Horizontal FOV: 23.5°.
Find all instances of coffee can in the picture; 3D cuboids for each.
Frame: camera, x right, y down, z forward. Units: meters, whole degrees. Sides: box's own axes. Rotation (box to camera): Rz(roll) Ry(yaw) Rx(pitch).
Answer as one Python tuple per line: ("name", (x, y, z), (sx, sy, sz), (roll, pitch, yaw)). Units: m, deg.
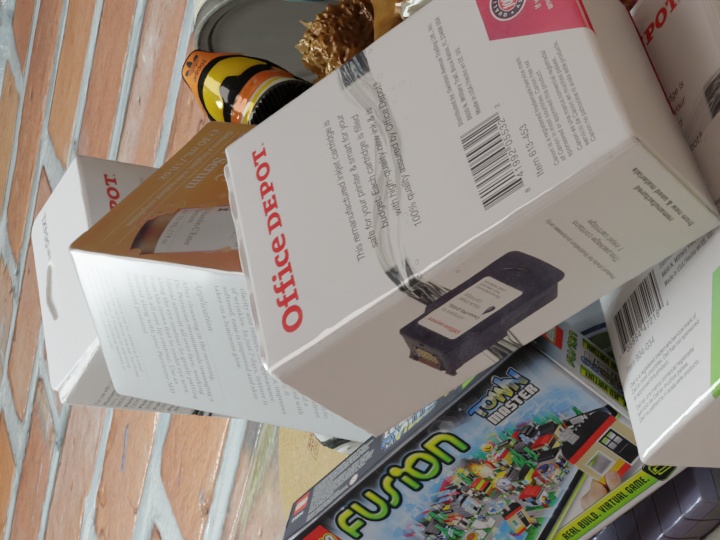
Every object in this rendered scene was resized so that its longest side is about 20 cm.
("coffee can", (-0.068, -0.270, 1.396), (0.146, 0.145, 0.202), (130, 139, -55))

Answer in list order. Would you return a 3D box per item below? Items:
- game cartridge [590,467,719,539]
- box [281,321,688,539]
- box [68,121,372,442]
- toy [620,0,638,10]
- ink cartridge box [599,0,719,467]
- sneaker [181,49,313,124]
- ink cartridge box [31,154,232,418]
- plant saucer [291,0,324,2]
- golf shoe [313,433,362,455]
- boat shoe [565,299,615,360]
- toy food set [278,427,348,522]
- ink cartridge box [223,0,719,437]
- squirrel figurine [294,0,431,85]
("game cartridge", (0.143, 0.064, 0.953), (0.130, 0.038, 0.201), (116, 150, -51))
("box", (0.061, 0.110, 0.888), (0.200, 0.110, 0.035), (-44, 18, 33))
("box", (-0.038, 0.001, 1.001), (0.199, 0.152, 0.107), (7, 126, 31))
("toy", (0.140, -0.162, 0.946), (0.115, 0.047, 0.202), (84, -159, -81))
("ink cartridge box", (0.175, -0.029, 0.815), (0.146, 0.083, 0.201), (124, 144, -50))
("sneaker", (-0.056, -0.111, 1.227), (0.090, 0.200, 0.070), (34, 93, 23))
("ink cartridge box", (-0.107, 0.016, 1.158), (0.084, 0.199, 0.147), (-50, 44, 41))
("plant saucer", (0.006, -0.238, 1.137), (0.036, 0.199, 0.200), (55, 145, 13))
("golf shoe", (0.037, 0.034, 1.092), (0.201, 0.092, 0.073), (-57, 45, 11))
("boat shoe", (0.088, 0.083, 0.929), (0.200, 0.072, 0.062), (-46, 58, 35))
("toy food set", (-0.014, 0.129, 1.317), (0.198, 0.048, 0.202), (-176, 90, -69))
("ink cartridge box", (0.044, -0.039, 0.801), (0.199, 0.084, 0.146), (-33, 47, 22))
("squirrel figurine", (0.042, -0.129, 1.090), (0.200, 0.140, 0.188), (-143, 62, -65))
